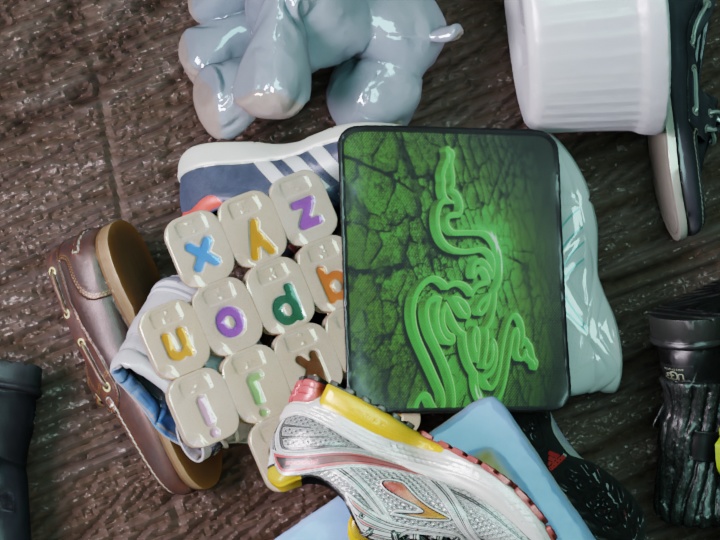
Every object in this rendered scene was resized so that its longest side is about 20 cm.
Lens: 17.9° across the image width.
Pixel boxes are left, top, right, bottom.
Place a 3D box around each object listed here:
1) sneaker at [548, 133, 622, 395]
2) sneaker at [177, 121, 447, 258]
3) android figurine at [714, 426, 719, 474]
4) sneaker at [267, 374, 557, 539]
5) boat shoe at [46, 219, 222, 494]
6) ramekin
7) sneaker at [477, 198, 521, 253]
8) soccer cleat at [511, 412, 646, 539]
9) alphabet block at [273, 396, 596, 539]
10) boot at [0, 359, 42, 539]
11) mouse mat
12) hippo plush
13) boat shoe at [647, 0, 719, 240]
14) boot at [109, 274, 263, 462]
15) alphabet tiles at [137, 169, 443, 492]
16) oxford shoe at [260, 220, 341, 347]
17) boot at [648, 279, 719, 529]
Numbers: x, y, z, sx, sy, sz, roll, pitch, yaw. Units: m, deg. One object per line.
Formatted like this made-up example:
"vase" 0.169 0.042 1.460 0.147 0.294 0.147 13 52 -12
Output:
"sneaker" 0.133 -0.005 1.659 0.080 0.070 0.201 -9 80 -6
"sneaker" -0.032 -0.050 1.623 0.200 0.075 0.085 -8 69 16
"android figurine" 0.311 0.132 1.603 0.182 0.041 0.200 -48 128 -28
"sneaker" 0.034 0.144 1.415 0.200 0.078 0.082 27 81 9
"boat shoe" -0.160 0.066 1.614 0.070 0.070 0.200 -22 87 27
"ramekin" 0.158 -0.192 1.638 0.098 0.200 0.201 -6 79 -1
"sneaker" 0.068 -0.012 1.614 0.083 0.071 0.200 16 68 40
"soccer cleat" 0.118 0.132 1.628 0.068 0.073 0.200 -37 83 -33
"alphabet block" 0.049 0.223 1.535 0.196 0.200 0.195 -32 85 -12
"boot" -0.318 0.140 1.569 0.200 0.076 0.168 7 74 -12
"mouse mat" 0.065 -0.002 1.571 0.161 0.008 0.200 0 81 -15
"hippo plush" -0.026 -0.177 1.659 0.161 0.159 0.200 15 92 -34
"boat shoe" 0.246 -0.121 1.695 0.063 0.073 0.200 -3 74 -4
"boot" -0.088 0.101 1.578 0.200 0.074 0.096 43 53 -16
"alphabet tiles" -0.046 0.039 1.543 0.200 0.015 0.196 -23 87 -21
"oxford shoe" 0.000 0.000 1.639 0.071 0.073 0.200 38 76 2
"boot" 0.280 0.088 1.647 0.211 0.079 0.158 -16 105 -39
